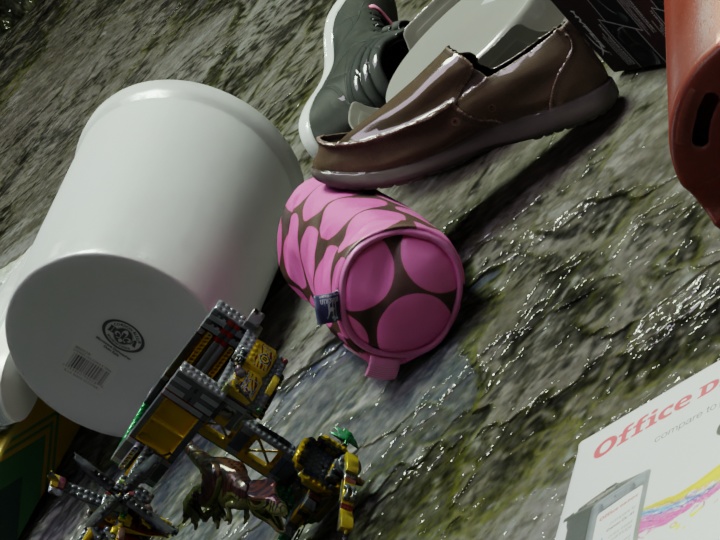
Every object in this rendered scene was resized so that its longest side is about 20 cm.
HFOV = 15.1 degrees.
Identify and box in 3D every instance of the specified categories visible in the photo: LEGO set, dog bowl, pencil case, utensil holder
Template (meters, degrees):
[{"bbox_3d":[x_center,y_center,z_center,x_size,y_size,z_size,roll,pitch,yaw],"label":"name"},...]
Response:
[{"bbox_3d":[-0.069,0.115,1.448,0.200,0.154,0.116,-51,0,-44],"label":"LEGO set"},{"bbox_3d":[0.084,-0.147,1.871,0.200,0.059,0.200,-39,19,15],"label":"dog bowl"},{"bbox_3d":[0.000,0.000,1.684,0.200,0.090,0.094,-132,45,-74],"label":"pencil case"},{"bbox_3d":[-0.140,-0.008,1.870,0.170,0.170,0.200,-33,22,31],"label":"utensil holder"}]

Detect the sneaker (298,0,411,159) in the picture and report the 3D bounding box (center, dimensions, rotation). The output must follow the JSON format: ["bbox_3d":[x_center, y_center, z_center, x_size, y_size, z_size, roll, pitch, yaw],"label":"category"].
[{"bbox_3d":[0.022,-0.164,2.039,0.099,0.071,0.201,-29,28,34],"label":"sneaker"}]

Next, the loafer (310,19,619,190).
[{"bbox_3d":[0.059,-0.106,1.706,0.199,0.071,0.073,-18,10,4],"label":"loafer"}]

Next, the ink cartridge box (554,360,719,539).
[{"bbox_3d":[0.146,0.123,1.062,0.147,0.086,0.200,-33,22,31],"label":"ink cartridge box"}]

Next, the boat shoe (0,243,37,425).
[{"bbox_3d":[-0.246,0.038,1.912,0.068,0.072,0.201,-3,42,17],"label":"boat shoe"}]

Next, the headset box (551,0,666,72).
[{"bbox_3d":[0.225,-0.206,1.659,0.149,0.077,0.200,-51,19,-19],"label":"headset box"}]

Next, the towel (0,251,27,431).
[{"bbox_3d":[-0.317,0.078,2.006,0.199,0.035,0.193,-27,33,28],"label":"towel"}]

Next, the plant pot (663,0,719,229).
[{"bbox_3d":[0.227,-0.120,1.297,0.200,0.201,0.196,-32,29,33],"label":"plant pot"}]

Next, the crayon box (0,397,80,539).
[{"bbox_3d":[-0.270,0.130,1.966,0.127,0.051,0.201,-9,45,47],"label":"crayon box"}]
